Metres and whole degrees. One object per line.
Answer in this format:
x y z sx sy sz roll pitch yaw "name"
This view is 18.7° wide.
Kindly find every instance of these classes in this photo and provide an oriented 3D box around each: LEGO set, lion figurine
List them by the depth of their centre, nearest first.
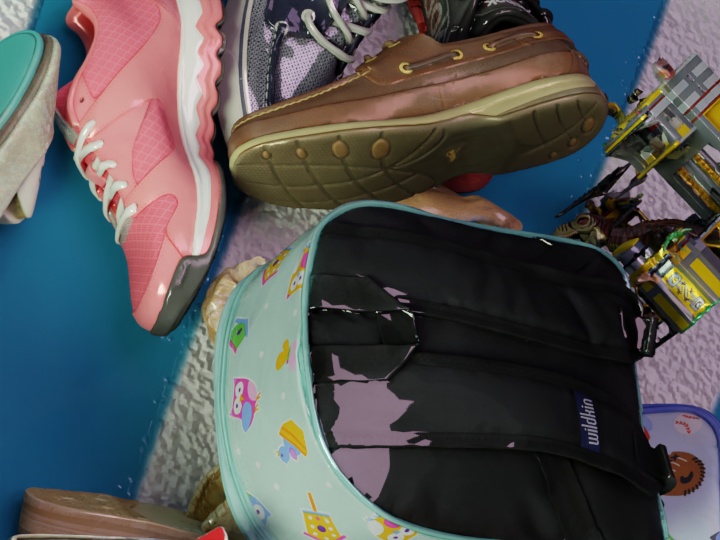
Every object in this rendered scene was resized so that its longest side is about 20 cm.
0.000 0.000 1.154 0.122 0.072 0.200 37 43 -5 "lion figurine"
0.139 -0.025 1.168 0.116 0.200 0.154 47 68 2 "LEGO set"

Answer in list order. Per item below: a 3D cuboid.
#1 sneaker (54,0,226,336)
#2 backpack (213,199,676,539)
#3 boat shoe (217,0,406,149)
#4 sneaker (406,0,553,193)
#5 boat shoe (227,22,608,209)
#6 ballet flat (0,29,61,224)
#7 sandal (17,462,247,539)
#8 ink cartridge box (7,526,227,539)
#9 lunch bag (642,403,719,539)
-0.118 -0.059 1.108 0.086 0.074 0.201 7 61 -17 "sneaker"
0.025 0.065 1.003 0.200 0.153 0.176 17 61 -39 "backpack"
-0.016 -0.142 1.164 0.075 0.092 0.201 34 53 -48 "boat shoe"
0.066 -0.148 1.224 0.071 0.098 0.201 10 65 -25 "sneaker"
0.025 -0.082 1.127 0.199 0.072 0.068 -12 61 -13 "boat shoe"
-0.194 -0.027 1.056 0.062 0.067 0.200 53 53 -37 "ballet flat"
-0.056 0.107 1.055 0.211 0.078 0.070 10 93 -23 "sandal"
-0.121 0.218 0.923 0.084 0.175 0.201 5 69 -29 "ink cartridge box"
0.116 0.169 1.108 0.160 0.076 0.201 -2 63 16 "lunch bag"
